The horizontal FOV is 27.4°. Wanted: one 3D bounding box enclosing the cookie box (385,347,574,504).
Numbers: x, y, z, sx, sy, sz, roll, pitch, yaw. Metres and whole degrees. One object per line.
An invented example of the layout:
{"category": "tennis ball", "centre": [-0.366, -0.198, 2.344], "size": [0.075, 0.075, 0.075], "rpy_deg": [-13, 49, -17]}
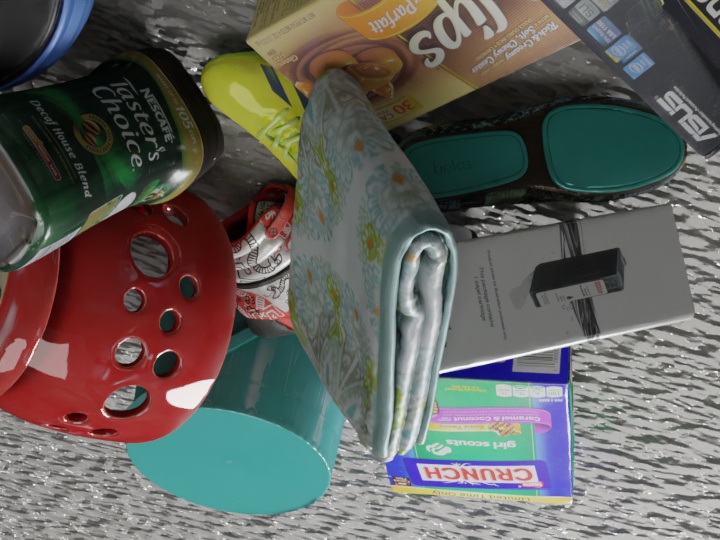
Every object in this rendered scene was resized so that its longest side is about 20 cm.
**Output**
{"category": "cookie box", "centre": [0.100, 0.119, 1.277], "size": [0.170, 0.075, 0.200], "rpy_deg": [2, 144, 11]}

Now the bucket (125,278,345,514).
{"category": "bucket", "centre": [-0.102, 0.107, 1.263], "size": [0.206, 0.135, 0.208], "rpy_deg": [7, 143, 5]}

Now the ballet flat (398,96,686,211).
{"category": "ballet flat", "centre": [0.117, -0.078, 1.003], "size": [0.199, 0.074, 0.074], "rpy_deg": [-3, 144, -4]}

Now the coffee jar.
{"category": "coffee jar", "centre": [-0.180, -0.079, 0.971], "size": [0.085, 0.200, 0.104], "rpy_deg": [-35, 88, 38]}

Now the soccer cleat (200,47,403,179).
{"category": "soccer cleat", "centre": [-0.027, -0.081, 1.031], "size": [0.200, 0.084, 0.065], "rpy_deg": [32, 139, -27]}

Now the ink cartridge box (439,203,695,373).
{"category": "ink cartridge box", "centre": [0.106, 0.016, 1.021], "size": [0.199, 0.084, 0.144], "rpy_deg": [-10, 178, -21]}

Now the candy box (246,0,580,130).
{"category": "candy box", "centre": [0.040, -0.164, 0.926], "size": [0.200, 0.055, 0.115], "rpy_deg": [-23, 133, 36]}

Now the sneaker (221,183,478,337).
{"category": "sneaker", "centre": [-0.017, -0.020, 1.125], "size": [0.201, 0.067, 0.108], "rpy_deg": [-16, 124, 19]}

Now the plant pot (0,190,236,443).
{"category": "plant pot", "centre": [-0.220, 0.019, 1.080], "size": [0.182, 0.201, 0.200], "rpy_deg": [14, 150, -42]}

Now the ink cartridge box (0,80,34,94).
{"category": "ink cartridge box", "centre": [-0.310, -0.147, 1.029], "size": [0.199, 0.068, 0.115], "rpy_deg": [5, 143, 9]}

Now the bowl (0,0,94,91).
{"category": "bowl", "centre": [-0.262, -0.198, 0.909], "size": [0.200, 0.039, 0.201], "rpy_deg": [5, 120, 8]}

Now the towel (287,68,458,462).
{"category": "towel", "centre": [0.000, 0.000, 0.939], "size": [0.048, 0.171, 0.201], "rpy_deg": [-11, 133, -22]}

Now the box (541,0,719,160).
{"category": "box", "centre": [0.199, -0.176, 0.837], "size": [0.161, 0.049, 0.200], "rpy_deg": [-37, 125, 23]}
